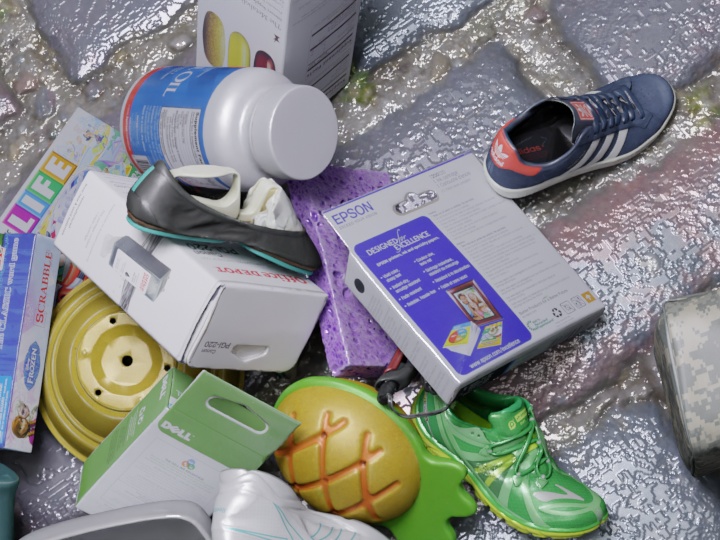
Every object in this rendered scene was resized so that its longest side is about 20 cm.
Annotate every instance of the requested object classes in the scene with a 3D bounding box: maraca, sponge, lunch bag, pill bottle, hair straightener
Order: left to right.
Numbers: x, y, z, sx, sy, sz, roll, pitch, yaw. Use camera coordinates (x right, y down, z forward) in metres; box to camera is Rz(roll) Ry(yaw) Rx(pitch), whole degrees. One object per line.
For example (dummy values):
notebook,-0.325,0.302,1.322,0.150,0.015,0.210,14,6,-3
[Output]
pill bottle,-0.116,-0.128,1.378,0.200,0.112,0.112,8,74,44
sponge,0.000,0.000,1.395,0.030,0.111,0.200,-31,64,41
maraca,0.008,0.171,1.344,0.200,0.137,0.107,33,37,8
hair straightener,0.072,0.064,1.342,0.077,0.041,0.200,14,36,17
lunch bag,0.338,0.087,1.262,0.167,0.200,0.140,-14,73,7

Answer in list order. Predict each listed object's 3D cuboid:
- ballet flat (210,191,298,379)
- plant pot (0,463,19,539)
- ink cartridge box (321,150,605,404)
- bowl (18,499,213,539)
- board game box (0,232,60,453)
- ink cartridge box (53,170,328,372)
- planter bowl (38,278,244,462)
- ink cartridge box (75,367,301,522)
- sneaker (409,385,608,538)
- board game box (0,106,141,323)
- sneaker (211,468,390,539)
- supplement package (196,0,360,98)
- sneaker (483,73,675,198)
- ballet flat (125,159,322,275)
ballet flat,-0.093,0.006,1.434,0.062,0.067,0.200,-27,72,-9
plant pot,-0.388,0.248,1.328,0.200,0.200,0.188,18,89,14
ink cartridge box,0.088,0.001,1.358,0.198,0.043,0.200,-24,67,-38
bowl,-0.195,0.289,1.332,0.199,0.075,0.200,-14,111,8
board game box,-0.382,0.065,1.440,0.199,0.041,0.200,-1,77,30
ink cartridge box,-0.149,0.001,1.340,0.200,0.146,0.085,40,110,34
planter bowl,-0.208,0.087,1.400,0.200,0.083,0.201,0,81,0
ink cartridge box,-0.150,0.153,1.334,0.104,0.059,0.200,32,120,-21
sneaker,0.129,0.159,1.332,0.200,0.084,0.074,36,41,17
board game box,-0.276,-0.043,1.494,0.134,0.034,0.200,31,82,17
sneaker,-0.048,0.242,1.310,0.200,0.070,0.080,30,59,-27
supplement package,-0.075,-0.239,1.415,0.114,0.200,0.110,38,60,18
sneaker,0.207,-0.135,1.396,0.200,0.085,0.075,-29,68,-13
ballet flat,-0.101,-0.047,1.284,0.068,0.200,0.068,38,108,47
